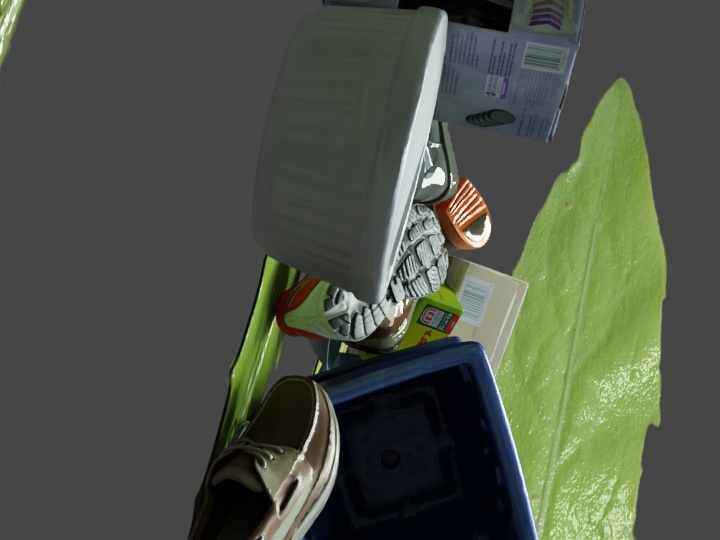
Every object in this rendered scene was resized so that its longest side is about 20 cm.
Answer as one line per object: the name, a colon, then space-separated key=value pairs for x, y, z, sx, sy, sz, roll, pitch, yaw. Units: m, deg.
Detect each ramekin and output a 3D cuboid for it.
ramekin: x=-0.008 y=-0.084 z=1.080 sx=0.202 sy=0.094 sz=0.203 roll=13 pitch=90 yaw=-85

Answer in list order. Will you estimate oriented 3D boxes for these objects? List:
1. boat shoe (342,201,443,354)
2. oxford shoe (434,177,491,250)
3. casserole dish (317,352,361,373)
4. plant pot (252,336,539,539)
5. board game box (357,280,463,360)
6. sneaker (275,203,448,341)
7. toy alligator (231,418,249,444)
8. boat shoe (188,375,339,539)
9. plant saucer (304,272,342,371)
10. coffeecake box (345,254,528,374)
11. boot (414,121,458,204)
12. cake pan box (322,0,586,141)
boat shoe: x=0.032 y=-0.014 z=1.433 sx=0.200 sy=0.076 sz=0.074 roll=-73 pitch=171 yaw=-47
oxford shoe: x=0.045 y=-0.098 z=1.546 sx=0.071 sy=0.073 sz=0.200 roll=-46 pitch=113 yaw=-39
casserole dish: x=-0.036 y=0.136 z=1.554 sx=0.121 sy=0.039 sz=0.200 roll=-64 pitch=-177 yaw=6
plant pot: x=0.029 y=0.168 z=1.360 sx=0.180 sy=0.200 sz=0.200 roll=-101 pitch=174 yaw=-84
board game box: x=0.031 y=0.025 z=1.560 sx=0.102 sy=0.048 sz=0.200 roll=-61 pitch=-156 yaw=19
sneaker: x=0.000 y=0.000 z=1.318 sx=0.200 sy=0.085 sz=0.077 roll=-30 pitch=107 yaw=-50
toy alligator: x=-0.084 y=0.211 z=1.186 sx=0.059 sy=0.054 sz=0.200 roll=42 pitch=58 yaw=-68
boat shoe: x=-0.069 y=0.153 z=1.131 sx=0.072 sy=0.076 sz=0.200 roll=61 pitch=36 yaw=-44
plant saucer: x=-0.023 y=-0.008 z=1.476 sx=0.201 sy=0.039 sz=0.201 roll=13 pitch=90 yaw=-86
coffeecake box: x=0.068 y=0.059 z=1.605 sx=0.200 sy=0.073 sz=0.154 roll=21 pitch=-89 yaw=67
boot: x=0.013 y=-0.129 z=1.383 sx=0.200 sy=0.073 sz=0.182 roll=-9 pitch=76 yaw=-61
cake pan box: x=0.066 y=-0.166 z=1.201 sx=0.200 sy=0.184 sz=0.052 roll=85 pitch=15 yaw=-74
